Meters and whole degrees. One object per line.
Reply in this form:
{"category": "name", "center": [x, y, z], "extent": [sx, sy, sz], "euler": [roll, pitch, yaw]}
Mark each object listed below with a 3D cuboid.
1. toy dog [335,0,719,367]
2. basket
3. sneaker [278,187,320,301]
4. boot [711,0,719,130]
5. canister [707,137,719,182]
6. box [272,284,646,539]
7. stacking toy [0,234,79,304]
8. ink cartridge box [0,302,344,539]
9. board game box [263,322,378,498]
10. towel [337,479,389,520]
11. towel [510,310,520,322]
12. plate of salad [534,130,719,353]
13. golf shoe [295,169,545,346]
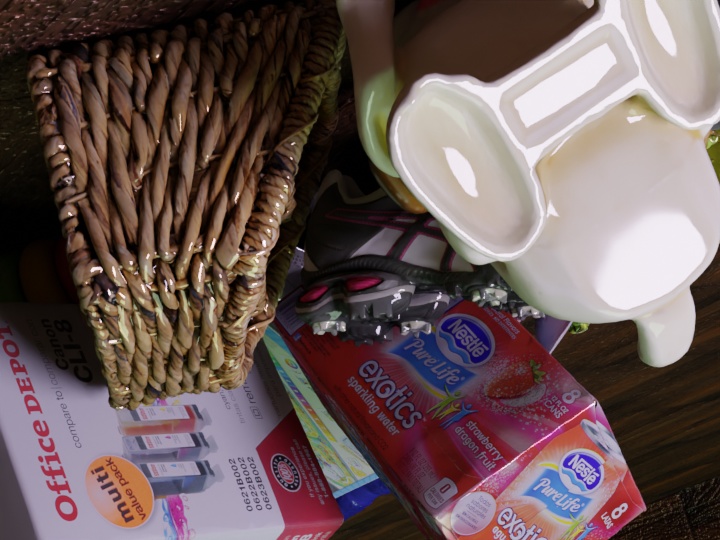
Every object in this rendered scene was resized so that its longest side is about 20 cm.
{"category": "toy dog", "center": [0.073, -0.065, 0.799], "extent": [0.139, 0.194, 0.200], "euler": [-42, -156, -2]}
{"category": "basket", "center": [-0.062, -0.020, 0.871], "extent": [0.148, 0.143, 0.200], "euler": [-13, 166, -8]}
{"category": "sneaker", "center": [0.000, 0.000, 1.067], "extent": [0.199, 0.075, 0.082], "euler": [18, 145, -34]}
{"category": "boot", "center": [0.160, -0.138, 0.781], "extent": [0.072, 0.183, 0.200], "euler": [-24, -164, -19]}
{"category": "canister", "center": [0.289, -0.091, 1.114], "extent": [0.199, 0.087, 0.149], "euler": [-16, 165, -6]}
{"category": "box", "center": [0.046, 0.071, 0.977], "extent": [0.100, 0.200, 0.096], "euler": [-36, 130, -6]}
{"category": "stacking toy", "center": [-0.179, 0.017, 1.030], "extent": [0.199, 0.086, 0.085], "euler": [-28, 163, 16]}
{"category": "ink cartridge box", "center": [-0.145, 0.114, 0.994], "extent": [0.199, 0.146, 0.145], "euler": [2, 144, -45]}
{"category": "board game box", "center": [-0.069, 0.061, 1.132], "extent": [0.200, 0.034, 0.134], "euler": [41, 136, -19]}
{"category": "towel", "center": [-0.004, 0.091, 1.348], "extent": [0.049, 0.148, 0.200], "euler": [-18, 168, -35]}
{"category": "towel", "center": [0.107, -0.028, 1.045], "extent": [0.023, 0.145, 0.200], "euler": [23, 170, 2]}
{"category": "plate of salad", "center": [0.148, -0.031, 1.028], "extent": [0.048, 0.201, 0.200], "euler": [27, 161, 1]}
{"category": "golf shoe", "center": [0.057, -0.019, 0.906], "extent": [0.199, 0.089, 0.077], "euler": [-7, 164, 25]}
